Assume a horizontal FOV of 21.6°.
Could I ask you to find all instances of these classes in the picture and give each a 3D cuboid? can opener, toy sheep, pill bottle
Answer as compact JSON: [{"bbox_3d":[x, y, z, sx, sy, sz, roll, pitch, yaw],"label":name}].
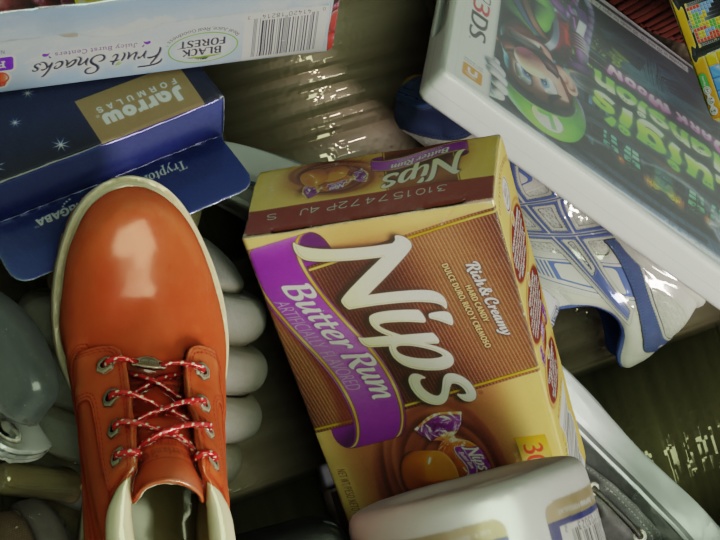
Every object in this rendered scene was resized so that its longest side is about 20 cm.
[{"bbox_3d":[-0.184,0.003,0.813,0.053,0.200,0.067,16,118,-51],"label":"can opener"},{"bbox_3d":[-0.106,0.047,0.868,0.138,0.138,0.200,17,96,-20],"label":"toy sheep"},{"bbox_3d":[0.071,0.191,0.837,0.111,0.111,0.200,-13,86,-22],"label":"pill bottle"}]

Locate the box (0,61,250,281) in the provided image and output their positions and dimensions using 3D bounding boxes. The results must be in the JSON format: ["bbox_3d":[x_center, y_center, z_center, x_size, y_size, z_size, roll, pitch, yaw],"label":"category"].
[{"bbox_3d":[-0.146,-0.092,0.855,0.121,0.032,0.200,-24,59,-22],"label":"box"}]

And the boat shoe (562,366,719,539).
[{"bbox_3d":[0.126,0.124,0.989,0.066,0.070,0.200,-45,102,-12],"label":"boat shoe"}]

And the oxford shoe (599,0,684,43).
[{"bbox_3d":[0.143,-0.198,1.020,0.200,0.070,0.075,37,55,-24],"label":"oxford shoe"}]

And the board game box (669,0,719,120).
[{"bbox_3d":[0.223,-0.182,1.006,0.200,0.057,0.165,-27,99,-53],"label":"board game box"}]

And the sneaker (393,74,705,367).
[{"bbox_3d":[0.092,-0.023,0.981,0.200,0.075,0.088,33,97,-10],"label":"sneaker"}]

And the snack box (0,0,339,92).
[{"bbox_3d":[-0.124,-0.151,0.849,0.200,0.053,0.142,-9,51,-17],"label":"snack box"}]

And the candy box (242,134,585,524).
[{"bbox_3d":[0.031,0.038,0.887,0.117,0.056,0.200,-8,127,14],"label":"candy box"}]

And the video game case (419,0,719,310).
[{"bbox_3d":[0.122,-0.087,0.967,0.200,0.023,0.182,34,35,-16],"label":"video game case"}]

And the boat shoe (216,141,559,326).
[{"bbox_3d":[0.000,0.000,0.935,0.200,0.074,0.065,26,83,-2],"label":"boat shoe"}]

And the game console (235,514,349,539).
[{"bbox_3d":[-0.076,0.230,0.842,0.116,0.176,0.200,-6,75,-38],"label":"game console"}]

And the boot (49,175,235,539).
[{"bbox_3d":[-0.081,0.056,0.759,0.075,0.107,0.200,-4,85,-14],"label":"boot"}]

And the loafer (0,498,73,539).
[{"bbox_3d":[-0.166,0.191,0.793,0.071,0.073,0.200,-3,106,-30],"label":"loafer"}]
